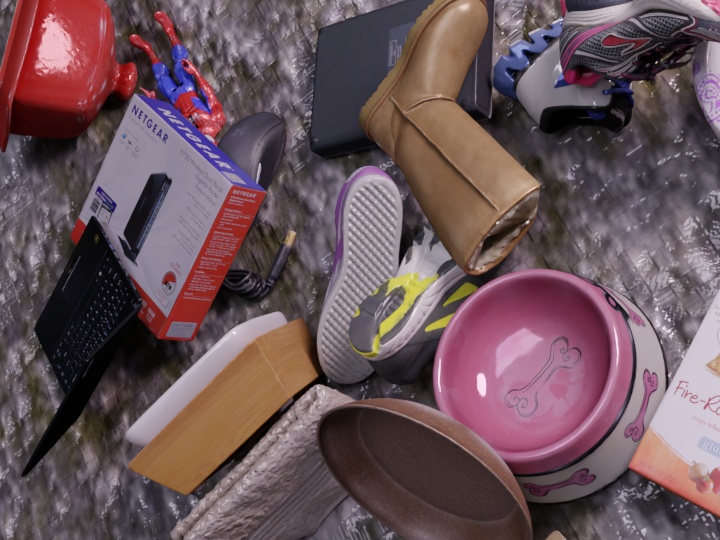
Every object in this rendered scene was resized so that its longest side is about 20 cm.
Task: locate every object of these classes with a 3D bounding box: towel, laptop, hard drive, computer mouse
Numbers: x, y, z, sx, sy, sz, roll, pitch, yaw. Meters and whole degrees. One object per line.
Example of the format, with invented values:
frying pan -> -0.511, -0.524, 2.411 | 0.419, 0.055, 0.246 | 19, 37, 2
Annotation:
towel -> -0.064, 0.190, 1.052 | 0.200, 0.132, 0.035 | -47, 54, 8
laptop -> -0.306, 0.074, 1.210 | 0.178, 0.103, 0.200 | -54, 55, 30
hard drive -> 0.037, -0.197, 1.168 | 0.199, 0.033, 0.140 | -9, 69, 36
computer mouse -> -0.117, -0.069, 1.219 | 0.140, 0.046, 0.201 | 21, 85, 35

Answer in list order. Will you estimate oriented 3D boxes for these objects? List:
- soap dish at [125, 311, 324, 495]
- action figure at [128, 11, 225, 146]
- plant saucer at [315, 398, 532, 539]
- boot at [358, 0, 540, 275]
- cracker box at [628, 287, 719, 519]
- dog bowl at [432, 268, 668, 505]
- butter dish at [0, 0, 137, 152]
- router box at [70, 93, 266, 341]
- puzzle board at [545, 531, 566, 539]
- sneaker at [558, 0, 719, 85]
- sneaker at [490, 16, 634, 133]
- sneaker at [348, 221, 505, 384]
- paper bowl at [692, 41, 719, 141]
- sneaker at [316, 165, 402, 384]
soap dish -> -0.114, 0.118, 1.077 | 0.157, 0.200, 0.081 | -44, 86, 8
action figure -> -0.200, -0.200, 1.313 | 0.065, 0.052, 0.201 | -36, 62, 10
plant saucer -> 0.057, 0.167, 0.975 | 0.200, 0.201, 0.037 | 13, 50, 32
boot -> 0.098, -0.124, 1.035 | 0.176, 0.066, 0.200 | -56, 48, 25
cracker box -> 0.314, 0.098, 0.914 | 0.134, 0.058, 0.201 | 26, 87, 33
dog bowl -> 0.148, 0.088, 0.989 | 0.199, 0.074, 0.201 | -15, 60, 26
butter dish -> -0.326, -0.231, 1.344 | 0.200, 0.147, 0.201 | 153, 129, -68
router box -> -0.204, -0.057, 1.230 | 0.200, 0.049, 0.180 | 41, 111, 38
puzzle board -> 0.171, 0.332, 0.941 | 0.151, 0.017, 0.200 | -48, 57, 8
sneaker -> 0.234, -0.184, 0.939 | 0.200, 0.080, 0.075 | 15, 101, 63
sneaker -> 0.222, -0.189, 1.058 | 0.199, 0.080, 0.116 | -39, 62, 20
sneaker -> 0.072, 0.019, 1.072 | 0.200, 0.085, 0.074 | -42, 45, -15
paper bowl -> 0.372, -0.156, 0.939 | 0.200, 0.104, 0.202 | -9, 69, 26
sneaker -> 0.001, 0.000, 1.127 | 0.072, 0.114, 0.202 | 10, 103, -10
